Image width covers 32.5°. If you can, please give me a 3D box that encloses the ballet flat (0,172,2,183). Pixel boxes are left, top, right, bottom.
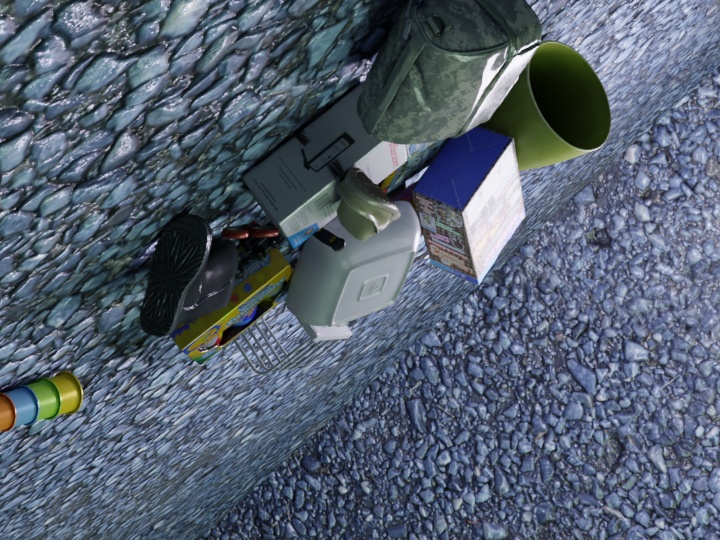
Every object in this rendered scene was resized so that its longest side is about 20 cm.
[{"bbox_3d":[-0.343,-0.051,0.988,0.073,0.073,0.200,-41,169,13],"label":"ballet flat"}]

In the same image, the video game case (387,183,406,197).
[{"bbox_3d":[0.004,-0.085,2.081,0.182,0.022,0.200,-39,168,-4],"label":"video game case"}]

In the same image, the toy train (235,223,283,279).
[{"bbox_3d":[-0.195,0.002,1.730,0.199,0.046,0.034,-40,177,-4],"label":"toy train"}]

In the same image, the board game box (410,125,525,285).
[{"bbox_3d":[0.176,-0.107,1.975,0.160,0.096,0.201,-54,150,-23],"label":"board game box"}]

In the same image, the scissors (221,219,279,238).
[{"bbox_3d":[-0.151,-0.059,1.636,0.072,0.014,0.200,-5,-171,-8],"label":"scissors"}]

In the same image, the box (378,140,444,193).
[{"bbox_3d":[0.073,-0.188,1.852,0.136,0.040,0.200,-35,168,-27],"label":"box"}]

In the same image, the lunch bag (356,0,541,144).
[{"bbox_3d":[0.093,-0.245,1.435,0.167,0.140,0.200,-31,166,-36],"label":"lunch bag"}]

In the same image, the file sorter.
[{"bbox_3d":[-0.124,0.088,2.057,0.124,0.139,0.200,-38,169,12],"label":"file sorter"}]

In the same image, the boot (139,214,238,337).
[{"bbox_3d":[-0.202,-0.008,1.595,0.166,0.065,0.200,-63,167,18],"label":"boot"}]

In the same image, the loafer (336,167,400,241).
[{"bbox_3d":[0.005,-0.075,1.552,0.068,0.076,0.200,-45,168,4],"label":"loafer"}]

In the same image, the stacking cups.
[{"bbox_3d":[-0.449,0.182,1.593,0.061,0.061,0.199,-45,166,30],"label":"stacking cups"}]

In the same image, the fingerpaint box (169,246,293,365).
[{"bbox_3d":[-0.192,0.044,1.827,0.199,0.074,0.167,-38,169,-6],"label":"fingerpaint box"}]

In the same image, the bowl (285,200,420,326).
[{"bbox_3d":[0.000,0.000,1.831,0.198,0.075,0.201,-18,145,-34],"label":"bowl"}]

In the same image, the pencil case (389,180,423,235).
[{"bbox_3d":[0.055,-0.075,1.993,0.199,0.088,0.088,-35,170,-41],"label":"pencil case"}]

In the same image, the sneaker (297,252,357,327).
[{"bbox_3d":[-0.040,0.026,1.994,0.079,0.130,0.199,-30,168,-16],"label":"sneaker"}]

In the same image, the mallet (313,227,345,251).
[{"bbox_3d":[-0.056,-0.063,1.693,0.066,0.041,0.199,-43,-155,-15],"label":"mallet"}]

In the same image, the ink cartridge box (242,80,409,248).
[{"bbox_3d":[-0.041,-0.133,1.588,0.199,0.085,0.146,-39,168,-4],"label":"ink cartridge box"}]

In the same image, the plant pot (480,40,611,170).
[{"bbox_3d":[0.268,-0.241,1.992,0.186,0.189,0.199,-28,180,-43],"label":"plant pot"}]
